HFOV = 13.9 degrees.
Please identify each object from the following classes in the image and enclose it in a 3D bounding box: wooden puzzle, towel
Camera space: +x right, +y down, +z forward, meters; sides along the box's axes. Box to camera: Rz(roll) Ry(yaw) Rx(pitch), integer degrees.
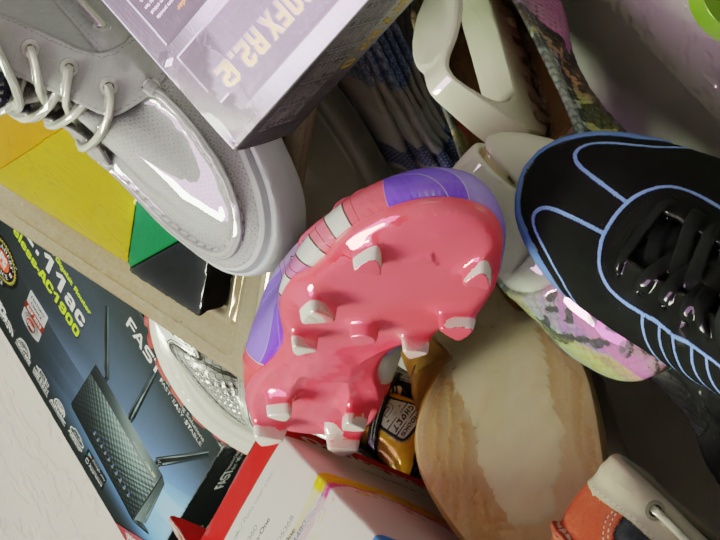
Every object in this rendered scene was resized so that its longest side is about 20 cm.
[{"bbox_3d":[-0.091,-0.070,1.164,0.200,0.037,0.185,35,127,37],"label":"wooden puzzle"},{"bbox_3d":[-0.041,-0.127,1.166,0.147,0.024,0.200,26,154,45],"label":"towel"}]

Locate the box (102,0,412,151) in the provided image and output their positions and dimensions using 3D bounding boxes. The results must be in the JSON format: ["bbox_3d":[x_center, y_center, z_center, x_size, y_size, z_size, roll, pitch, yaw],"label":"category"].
[{"bbox_3d":[-0.025,-0.166,1.017,0.158,0.048,0.200,48,118,9],"label":"box"}]

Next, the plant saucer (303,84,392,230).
[{"bbox_3d":[-0.068,-0.063,1.245,0.200,0.050,0.200,41,162,16],"label":"plant saucer"}]

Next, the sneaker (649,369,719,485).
[{"bbox_3d":[0.135,0.011,1.010,0.200,0.060,0.104,50,139,36],"label":"sneaker"}]

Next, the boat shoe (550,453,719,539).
[{"bbox_3d":[0.149,0.128,1.005,0.200,0.063,0.071,27,-173,-18],"label":"boat shoe"}]

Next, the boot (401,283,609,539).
[{"bbox_3d":[0.064,0.067,1.118,0.144,0.071,0.201,58,-173,-49],"label":"boot"}]

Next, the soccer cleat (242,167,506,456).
[{"bbox_3d":[0.000,0.000,1.015,0.200,0.067,0.077,120,154,-63],"label":"soccer cleat"}]

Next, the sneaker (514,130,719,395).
[{"bbox_3d":[0.125,0.008,0.905,0.200,0.070,0.078,30,180,26],"label":"sneaker"}]

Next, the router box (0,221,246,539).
[{"bbox_3d":[-0.110,0.029,1.437,0.200,0.062,0.150,57,149,17],"label":"router box"}]

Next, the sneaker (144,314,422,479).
[{"bbox_3d":[-0.002,0.055,1.230,0.200,0.078,0.082,39,157,-9],"label":"sneaker"}]

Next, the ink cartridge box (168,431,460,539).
[{"bbox_3d":[0.016,0.121,1.089,0.067,0.116,0.200,-62,27,6],"label":"ink cartridge box"}]

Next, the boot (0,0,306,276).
[{"bbox_3d":[-0.113,-0.066,1.096,0.200,0.096,0.074,48,132,21],"label":"boot"}]

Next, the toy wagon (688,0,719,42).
[{"bbox_3d":[0.178,-0.063,0.888,0.200,0.040,0.155,60,153,6],"label":"toy wagon"}]

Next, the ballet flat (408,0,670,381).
[{"bbox_3d":[0.054,-0.046,1.021,0.069,0.071,0.200,-42,47,27],"label":"ballet flat"}]
